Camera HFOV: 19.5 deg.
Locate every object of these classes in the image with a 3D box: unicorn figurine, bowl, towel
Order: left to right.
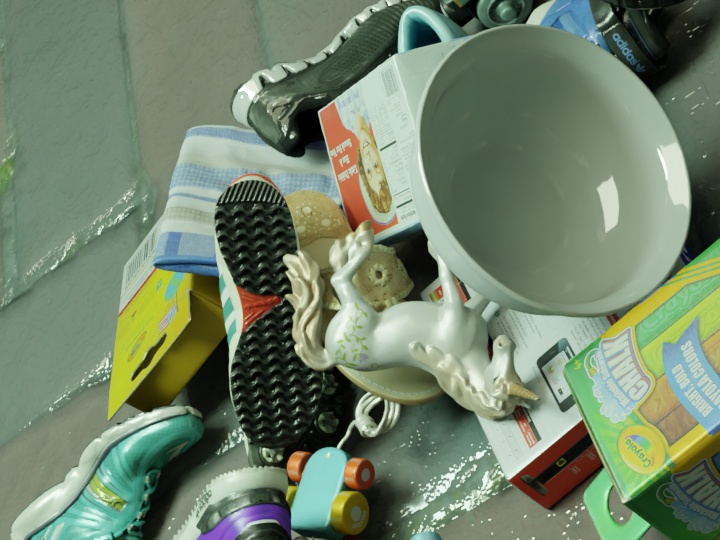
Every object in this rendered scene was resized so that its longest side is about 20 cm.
[{"bbox_3d":[-0.080,-0.055,1.646,0.145,0.024,0.201,5,34,2],"label":"towel"},{"bbox_3d":[0.045,0.035,1.426,0.198,0.074,0.139,-6,72,27],"label":"unicorn figurine"},{"bbox_3d":[0.110,-0.052,1.376,0.090,0.200,0.203,-42,29,60],"label":"bowl"}]

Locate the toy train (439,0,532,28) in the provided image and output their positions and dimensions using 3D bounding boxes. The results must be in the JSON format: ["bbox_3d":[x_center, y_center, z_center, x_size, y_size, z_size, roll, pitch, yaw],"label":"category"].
[{"bbox_3d":[0.128,-0.275,1.638,0.199,0.114,0.086,-36,41,20],"label":"toy train"}]

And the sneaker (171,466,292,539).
[{"bbox_3d":[-0.089,0.221,1.460,0.201,0.069,0.100,112,148,-57],"label":"sneaker"}]

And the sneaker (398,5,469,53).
[{"bbox_3d":[0.059,-0.121,1.614,0.074,0.082,0.201,-34,46,24],"label":"sneaker"}]

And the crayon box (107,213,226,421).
[{"bbox_3d":[-0.147,0.027,1.686,0.127,0.051,0.201,-49,24,30],"label":"crayon box"}]

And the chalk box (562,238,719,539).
[{"bbox_3d":[0.211,0.092,1.266,0.200,0.124,0.125,-41,40,15],"label":"chalk box"}]

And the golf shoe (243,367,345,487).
[{"bbox_3d":[-0.060,0.087,1.605,0.088,0.077,0.202,131,147,-51],"label":"golf shoe"}]

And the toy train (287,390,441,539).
[{"bbox_3d":[0.015,0.188,1.453,0.150,0.056,0.201,-35,44,17],"label":"toy train"}]

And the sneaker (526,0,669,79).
[{"bbox_3d":[0.162,-0.145,1.512,0.111,0.077,0.201,-23,26,36],"label":"sneaker"}]

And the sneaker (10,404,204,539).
[{"bbox_3d":[-0.190,0.184,1.663,0.200,0.077,0.080,-46,58,16],"label":"sneaker"}]

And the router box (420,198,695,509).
[{"bbox_3d":[0.147,0.033,1.436,0.179,0.049,0.201,-40,40,15],"label":"router box"}]

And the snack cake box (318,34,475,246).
[{"bbox_3d":[0.038,-0.087,1.520,0.200,0.067,0.116,158,96,-72],"label":"snack cake box"}]

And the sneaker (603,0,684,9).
[{"bbox_3d":[0.223,-0.250,1.532,0.200,0.076,0.087,-38,24,-28],"label":"sneaker"}]

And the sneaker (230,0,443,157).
[{"bbox_3d":[-0.001,-0.151,1.696,0.199,0.067,0.091,-30,54,-11],"label":"sneaker"}]

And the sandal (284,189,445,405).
[{"bbox_3d":[-0.005,0.002,1.508,0.077,0.070,0.212,-20,51,-19],"label":"sandal"}]

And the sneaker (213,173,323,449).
[{"bbox_3d":[-0.066,0.025,1.523,0.070,0.202,0.093,-7,14,1],"label":"sneaker"}]
